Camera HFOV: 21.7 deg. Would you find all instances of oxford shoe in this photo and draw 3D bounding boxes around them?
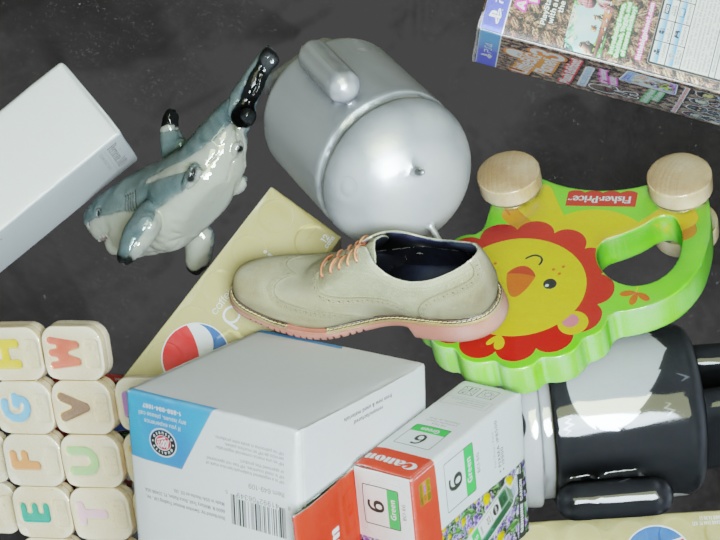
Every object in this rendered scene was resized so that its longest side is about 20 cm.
[{"bbox_3d":[0.000,0.000,1.282,0.199,0.074,0.071,-1,47,17],"label":"oxford shoe"}]

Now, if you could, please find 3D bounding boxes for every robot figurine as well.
[{"bbox_3d":[0.175,0.101,1.328,0.198,0.150,0.126,-5,94,1],"label":"robot figurine"},{"bbox_3d":[0.005,-0.091,1.338,0.113,0.170,0.200,-38,44,-3],"label":"robot figurine"}]

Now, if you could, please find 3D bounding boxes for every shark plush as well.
[{"bbox_3d":[-0.131,-0.082,1.356,0.083,0.090,0.200,53,126,29],"label":"shark plush"}]

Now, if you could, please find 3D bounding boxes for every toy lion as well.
[{"bbox_3d":[0.143,0.005,1.315,0.199,0.069,0.192,1,47,17],"label":"toy lion"}]

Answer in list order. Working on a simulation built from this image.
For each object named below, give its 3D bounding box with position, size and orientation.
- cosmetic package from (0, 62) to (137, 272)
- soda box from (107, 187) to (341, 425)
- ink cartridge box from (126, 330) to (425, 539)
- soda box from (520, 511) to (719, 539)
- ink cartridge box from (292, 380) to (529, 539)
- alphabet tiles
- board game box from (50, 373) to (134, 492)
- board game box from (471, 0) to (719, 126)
[{"bbox_3d":[-0.266,-0.053,1.372,0.200,0.101,0.071,-40,83,-4],"label":"cosmetic package"},{"bbox_3d":[-0.096,0.042,1.361,0.068,0.064,0.200,35,78,10],"label":"soda box"},{"bbox_3d":[-0.051,0.165,1.256,0.146,0.146,0.201,10,111,34],"label":"ink cartridge box"},{"bbox_3d":[0.173,0.215,1.330,0.198,0.064,0.068,-3,67,-1],"label":"soda box"},{"bbox_3d":[0.037,0.162,1.209,0.050,0.200,0.110,10,117,34],"label":"ink cartridge box"},{"bbox_3d":[-0.209,0.133,1.332,0.194,0.015,0.201,-1,106,24],"label":"alphabet tiles"},{"bbox_3d":[-0.133,0.132,1.384,0.198,0.019,0.104,4,83,2],"label":"board game box"},{"bbox_3d":[0.198,-0.215,1.389,0.199,0.097,0.161,16,82,3],"label":"board game box"}]
